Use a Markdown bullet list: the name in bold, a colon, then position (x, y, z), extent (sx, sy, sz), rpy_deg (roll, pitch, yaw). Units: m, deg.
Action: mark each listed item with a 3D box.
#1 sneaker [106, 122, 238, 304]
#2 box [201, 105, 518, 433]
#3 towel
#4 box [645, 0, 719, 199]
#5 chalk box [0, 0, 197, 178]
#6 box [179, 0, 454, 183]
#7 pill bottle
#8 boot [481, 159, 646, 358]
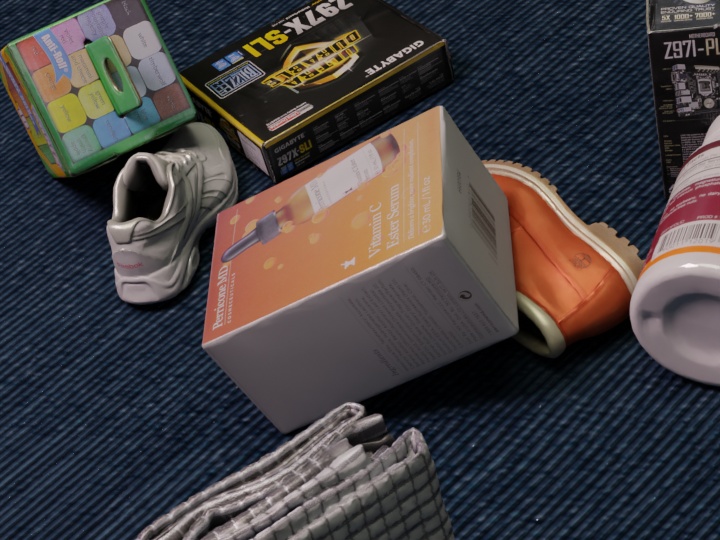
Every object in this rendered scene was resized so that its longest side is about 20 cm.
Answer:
- **sneaker**: position (-0.156, -0.070, 1.410), extent (0.078, 0.100, 0.200), rpy_deg (-2, 42, 15)
- **box**: position (0.000, 0.000, 1.231), extent (0.200, 0.106, 0.153), rpy_deg (-25, 36, 20)
- **towel**: position (-0.038, 0.190, 1.028), extent (0.200, 0.166, 0.086), rpy_deg (-33, 37, -20)
- **box**: position (0.324, -0.147, 1.301), extent (0.199, 0.164, 0.086), rpy_deg (-4, 42, 14)
- **chalk box**: position (-0.225, -0.157, 1.451), extent (0.124, 0.125, 0.200), rpy_deg (-26, 8, -13)
- **box**: position (-0.042, -0.174, 1.536), extent (0.200, 0.049, 0.160), rpy_deg (-31, 41, -18)
- **pill bottle**: position (0.270, -0.024, 1.214), extent (0.114, 0.114, 0.200), rpy_deg (7, 44, 24)
- **boot**: position (0.118, -0.010, 1.282), extent (0.107, 0.075, 0.200), rpy_deg (-35, 45, -15)
